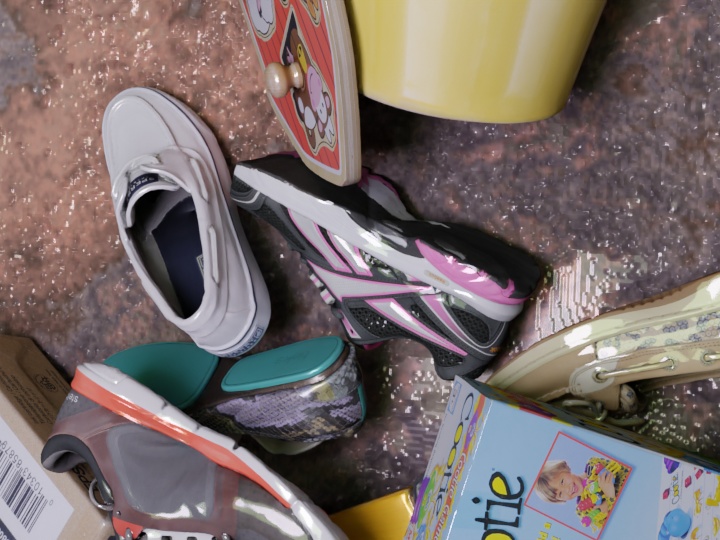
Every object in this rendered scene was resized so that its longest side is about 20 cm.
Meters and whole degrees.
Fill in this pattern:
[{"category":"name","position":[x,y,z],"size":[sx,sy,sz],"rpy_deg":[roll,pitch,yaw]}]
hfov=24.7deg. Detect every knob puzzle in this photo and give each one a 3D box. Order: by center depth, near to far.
[{"category":"knob puzzle","position":[-0.045,-0.136,0.907],"size":[0.030,0.220,0.222],"rpy_deg":[-15,82,-15]}]

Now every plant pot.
[{"category":"plant pot","position":[0.061,-0.187,0.863],"size":[0.199,0.200,0.191],"rpy_deg":[17,114,23]}]

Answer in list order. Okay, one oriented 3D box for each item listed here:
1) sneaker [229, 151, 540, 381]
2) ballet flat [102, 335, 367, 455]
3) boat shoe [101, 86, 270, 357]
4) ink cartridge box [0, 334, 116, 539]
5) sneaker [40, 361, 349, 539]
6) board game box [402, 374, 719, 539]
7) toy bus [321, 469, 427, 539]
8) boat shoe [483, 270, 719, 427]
[{"category":"sneaker","position":[0.000,0.000,0.947],"size":[0.199,0.080,0.087],"rpy_deg":[30,113,27]},{"category":"ballet flat","position":[-0.077,0.082,0.984],"size":[0.199,0.072,0.073],"rpy_deg":[-5,88,37]},{"category":"boat shoe","position":[-0.114,-0.041,0.980],"size":[0.073,0.065,0.201],"rpy_deg":[-39,58,12]},{"category":"ink cartridge box","position":[-0.219,0.160,1.019],"size":[0.200,0.075,0.166],"rpy_deg":[41,107,36]},{"category":"sneaker","position":[-0.093,0.130,0.908],"size":[0.199,0.077,0.082],"rpy_deg":[29,79,24]},{"category":"board game box","position":[0.132,0.135,0.819],"size":[0.198,0.103,0.106],"rpy_deg":[19,91,-7]},{"category":"toy bus","position":[0.029,0.159,0.939],"size":[0.199,0.065,0.079],"rpy_deg":[-22,83,23]},{"category":"boat shoe","position":[0.158,0.049,0.873],"size":[0.199,0.073,0.063],"rpy_deg":[-23,78,22]}]
